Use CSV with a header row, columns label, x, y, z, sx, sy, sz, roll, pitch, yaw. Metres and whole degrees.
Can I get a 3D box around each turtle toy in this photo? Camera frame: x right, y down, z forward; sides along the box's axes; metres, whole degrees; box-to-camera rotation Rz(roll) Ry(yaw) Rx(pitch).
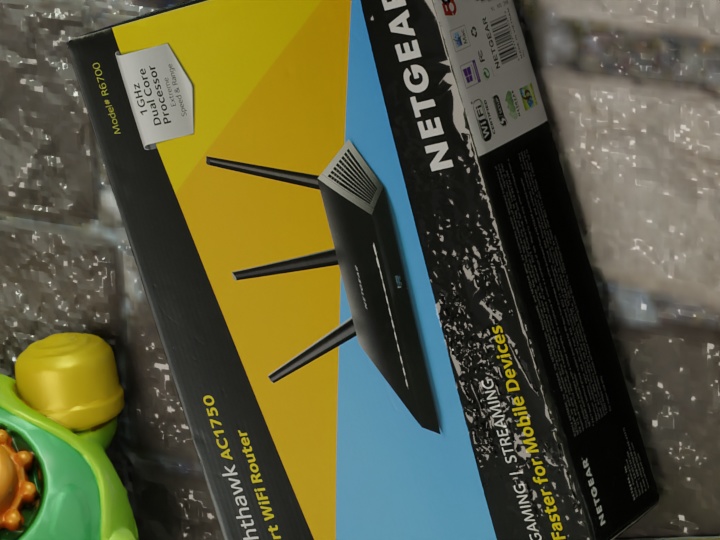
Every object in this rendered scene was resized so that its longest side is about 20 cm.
label,x,y,z,sx,sy,sz,roll,pitch,yaw
turtle toy,-0.165,0.102,1.029,0.199,0.101,0.147,0,106,32

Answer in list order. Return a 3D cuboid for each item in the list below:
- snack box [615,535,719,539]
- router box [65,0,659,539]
label,x,y,z,sx,sy,sz,roll,pitch,yaw
snack box,0.082,0.118,0.868,0.199,0.116,0.037,-6,103,34
router box,0.000,0.000,0.919,0.149,0.051,0.201,-11,100,36
